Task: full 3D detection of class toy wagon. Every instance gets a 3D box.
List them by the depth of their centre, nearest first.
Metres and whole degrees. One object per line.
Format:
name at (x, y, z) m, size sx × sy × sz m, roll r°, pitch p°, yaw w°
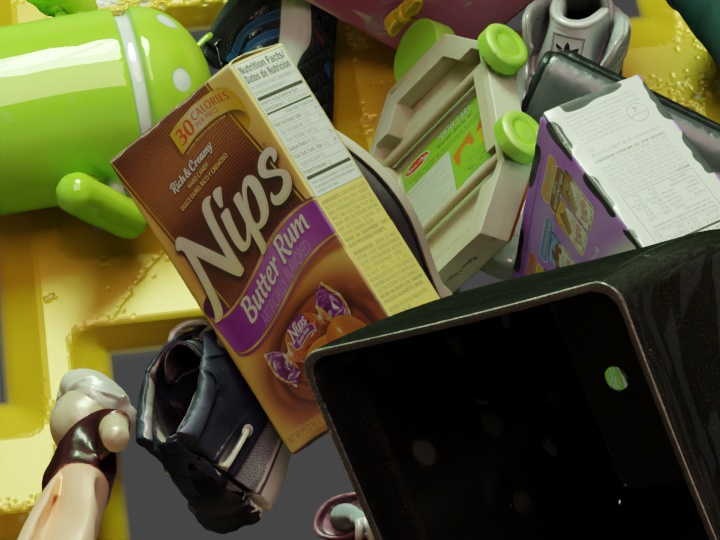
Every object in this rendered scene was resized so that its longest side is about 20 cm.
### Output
toy wagon at (0.051, -0.085, 1.697) m, size 0.039 × 0.155 × 0.201 m, roll 18°, pitch 47°, yaw -31°

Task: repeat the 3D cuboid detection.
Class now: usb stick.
usb stick at (0.189, -0.070, 1.650) m, size 0.199 × 0.033 × 0.056 m, roll 28°, pitch 93°, yaw 14°

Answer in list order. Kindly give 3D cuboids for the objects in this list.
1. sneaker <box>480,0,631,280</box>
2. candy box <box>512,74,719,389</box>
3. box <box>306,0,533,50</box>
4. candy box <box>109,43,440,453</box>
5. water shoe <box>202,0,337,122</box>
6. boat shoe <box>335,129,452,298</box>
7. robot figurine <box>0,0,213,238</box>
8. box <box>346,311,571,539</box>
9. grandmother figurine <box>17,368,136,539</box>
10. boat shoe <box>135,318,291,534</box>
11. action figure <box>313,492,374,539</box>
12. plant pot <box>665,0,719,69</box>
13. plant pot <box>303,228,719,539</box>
sneaker at (0.115, -0.097, 1.722) m, size 0.075 × 0.115 × 0.201 m, roll 18°, pitch 56°, yaw 12°
candy box at (0.174, 0.020, 1.586) m, size 0.071 × 0.168 × 0.200 m, roll -23°, pitch 60°, yaw -20°
box at (0.031, -0.242, 1.736) m, size 0.199 × 0.176 × 0.097 m, roll 27°, pitch 48°, yaw -27°
candy box at (-0.043, -0.012, 1.557) m, size 0.056 × 0.116 × 0.201 m, roll -26°, pitch 83°, yaw -52°
water shoe at (-0.061, -0.126, 1.781) m, size 0.078 × 0.072 × 0.201 m, roll -9°, pitch 48°, yaw 19°
boat shoe at (0.000, 0.000, 1.612) m, size 0.072 × 0.201 × 0.063 m, roll -1°, pitch 41°, yaw 44°
robot figurine at (-0.181, -0.100, 1.717) m, size 0.198 × 0.116 × 0.177 m, roll -10°, pitch 65°, yaw -10°
box at (0.088, 0.134, 1.515) m, size 0.036 × 0.201 × 0.145 m, roll -7°, pitch 34°, yaw 45°
grandmother figurine at (-0.163, 0.125, 1.565) m, size 0.060 × 0.121 × 0.201 m, roll 32°, pitch 29°, yaw -19°
boat shoe at (-0.072, 0.046, 1.619) m, size 0.074 × 0.093 × 0.201 m, roll -10°, pitch 49°, yaw 29°
action figure at (-0.016, 0.196, 1.534) m, size 0.200 × 0.135 × 0.148 m, roll -32°, pitch 16°, yaw -36°
plant pot at (0.322, -0.148, 1.729) m, size 0.199 × 0.200 × 0.189 m, roll -24°, pitch 74°, yaw -17°
plant pot at (0.124, 0.081, 1.411) m, size 0.199 × 0.201 × 0.177 m, roll -15°, pitch 13°, yaw 38°
